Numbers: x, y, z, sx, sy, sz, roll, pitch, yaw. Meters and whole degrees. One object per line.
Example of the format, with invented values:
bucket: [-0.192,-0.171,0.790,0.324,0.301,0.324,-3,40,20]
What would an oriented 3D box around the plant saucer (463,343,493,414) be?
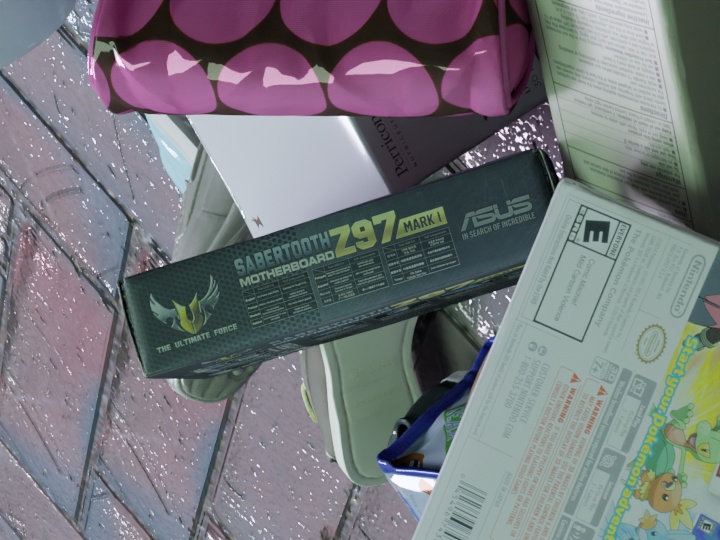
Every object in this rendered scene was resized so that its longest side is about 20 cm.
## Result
plant saucer: [0.113,0.064,1.240,0.200,0.201,0.035,24,174,46]

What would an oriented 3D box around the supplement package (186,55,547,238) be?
supplement package: [-0.028,-0.134,1.384,0.200,0.111,0.156,60,153,-8]

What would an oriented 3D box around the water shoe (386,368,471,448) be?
water shoe: [0.084,0.152,1.546,0.200,0.079,0.071,58,153,-3]

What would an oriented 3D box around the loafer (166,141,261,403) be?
loafer: [-0.063,-0.029,1.521,0.070,0.070,0.201,24,96,60]

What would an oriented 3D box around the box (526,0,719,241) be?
box: [0.128,-0.106,1.193,0.095,0.078,0.200,25,140,45]

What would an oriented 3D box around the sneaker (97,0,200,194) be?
sneaker: [-0.098,-0.091,1.590,0.082,0.074,0.200,-14,106,59]

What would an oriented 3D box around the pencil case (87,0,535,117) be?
pencil case: [-0.021,-0.114,1.247,0.199,0.091,0.094,0,95,15]

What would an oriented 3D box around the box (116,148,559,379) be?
box: [0.000,0.000,1.309,0.158,0.199,0.051,13,-121,-83]

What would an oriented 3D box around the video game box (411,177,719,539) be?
video game box: [0.127,0.086,1.156,0.182,0.201,0.047,25,-176,30]

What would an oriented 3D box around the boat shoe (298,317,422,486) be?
boat shoe: [-0.003,0.023,1.557,0.060,0.072,0.202,47,146,48]

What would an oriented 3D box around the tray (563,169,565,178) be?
tray: [0.177,0.015,1.308,0.200,0.022,0.108,23,138,47]

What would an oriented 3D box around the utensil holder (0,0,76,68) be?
utensil holder: [-0.268,-0.219,1.630,0.170,0.170,0.200,18,137,51]

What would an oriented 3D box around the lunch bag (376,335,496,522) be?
lunch bag: [0.138,0.123,1.352,0.200,0.124,0.170,2,133,54]
